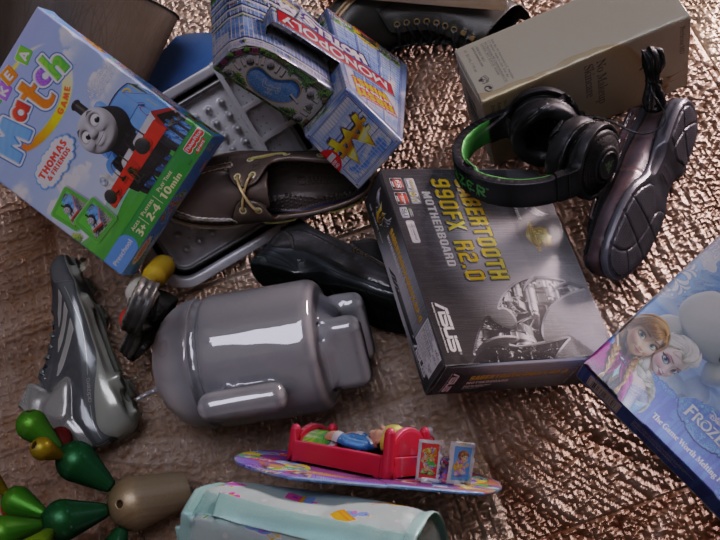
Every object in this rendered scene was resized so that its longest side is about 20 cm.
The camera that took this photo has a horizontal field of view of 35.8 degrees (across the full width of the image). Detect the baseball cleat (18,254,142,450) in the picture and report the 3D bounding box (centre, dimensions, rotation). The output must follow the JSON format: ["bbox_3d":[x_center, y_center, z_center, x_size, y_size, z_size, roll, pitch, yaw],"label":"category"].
[{"bbox_3d":[-0.272,0.076,1.017,0.106,0.070,0.200,-27,57,-3],"label":"baseball cleat"}]

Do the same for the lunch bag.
[{"bbox_3d":[-0.025,0.217,0.796,0.170,0.200,0.122,9,63,18],"label":"lunch bag"}]

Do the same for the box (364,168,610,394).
[{"bbox_3d":[0.105,0.004,0.934,0.158,0.048,0.200,-1,55,-21],"label":"box"}]

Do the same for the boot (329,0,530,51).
[{"bbox_3d":[0.057,-0.239,1.117,0.200,0.077,0.138,-44,65,-11],"label":"boot"}]

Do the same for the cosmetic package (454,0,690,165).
[{"bbox_3d":[0.196,-0.187,1.031,0.200,0.104,0.073,-22,58,2],"label":"cosmetic package"}]

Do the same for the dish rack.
[{"bbox_3d":[-0.138,-0.097,1.061,0.200,0.044,0.172,-32,98,-5],"label":"dish rack"}]

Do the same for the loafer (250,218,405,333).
[{"bbox_3d":[0.000,0.000,0.993,0.200,0.073,0.072,19,62,22],"label":"loafer"}]

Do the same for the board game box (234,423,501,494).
[{"bbox_3d":[0.007,0.133,0.841,0.200,0.158,0.039,7,87,-10],"label":"board game box"}]

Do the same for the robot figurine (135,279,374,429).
[{"bbox_3d":[-0.090,0.072,0.946,0.200,0.113,0.170,-9,22,9],"label":"robot figurine"}]

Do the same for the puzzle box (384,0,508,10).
[{"bbox_3d":[0.052,-0.320,1.117,0.200,0.025,0.133,6,54,4],"label":"puzzle box"}]

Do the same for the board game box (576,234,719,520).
[{"bbox_3d":[0.308,0.081,0.856,0.199,0.043,0.200,-41,74,-11],"label":"board game box"}]

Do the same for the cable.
[{"bbox_3d":[-0.194,0.035,0.943,0.050,0.200,0.097,31,92,-1],"label":"cable"}]

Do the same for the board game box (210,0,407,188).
[{"bbox_3d":[-0.035,-0.170,0.992,0.062,0.200,0.200,-47,30,23],"label":"board game box"}]

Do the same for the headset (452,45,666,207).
[{"bbox_3d":[0.173,-0.122,0.946,0.200,0.094,0.124,-21,38,-15],"label":"headset"}]

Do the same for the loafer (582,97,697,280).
[{"bbox_3d":[0.236,-0.073,0.984,0.063,0.072,0.200,9,55,39],"label":"loafer"}]

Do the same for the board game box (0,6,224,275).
[{"bbox_3d":[-0.244,-0.115,0.996,0.200,0.037,0.151,36,100,8],"label":"board game box"}]

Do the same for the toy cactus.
[{"bbox_3d":[-0.223,0.208,0.922,0.165,0.102,0.200,-11,61,-21],"label":"toy cactus"}]

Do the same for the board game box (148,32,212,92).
[{"bbox_3d":[-0.180,-0.147,1.140,0.200,0.039,0.158,-48,58,-3],"label":"board game box"}]

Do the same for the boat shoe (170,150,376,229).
[{"bbox_3d":[-0.084,-0.076,1.018,0.200,0.060,0.072,-6,97,-7],"label":"boat shoe"}]

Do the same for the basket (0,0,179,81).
[{"bbox_3d":[-0.288,-0.180,1.087,0.136,0.180,0.200,18,92,61],"label":"basket"}]
